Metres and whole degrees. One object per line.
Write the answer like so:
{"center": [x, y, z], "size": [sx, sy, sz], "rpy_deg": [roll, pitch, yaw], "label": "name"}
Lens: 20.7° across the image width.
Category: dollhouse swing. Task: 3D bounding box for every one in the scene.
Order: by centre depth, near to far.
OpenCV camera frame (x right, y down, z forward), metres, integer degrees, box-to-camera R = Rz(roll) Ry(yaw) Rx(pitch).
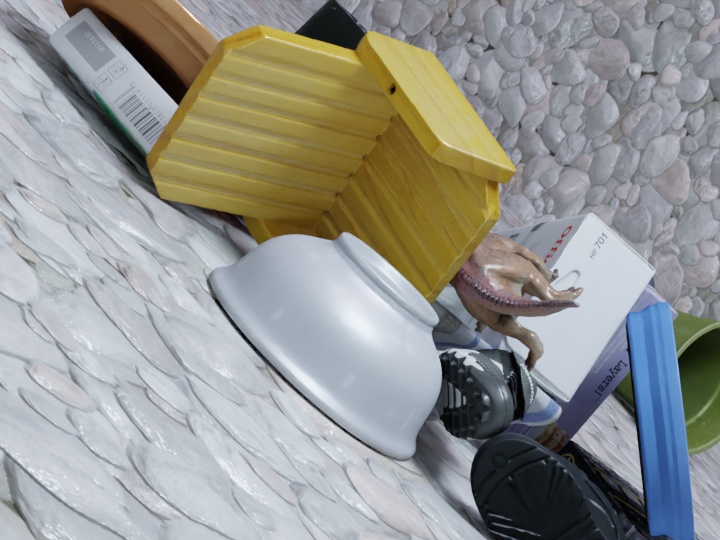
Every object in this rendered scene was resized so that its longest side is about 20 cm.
{"center": [-0.030, -0.063, 1.496], "size": [0.175, 0.200, 0.182], "rpy_deg": [-2, 49, -46], "label": "dollhouse swing"}

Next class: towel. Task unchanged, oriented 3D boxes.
{"center": [0.066, 0.067, 1.661], "size": [0.200, 0.024, 0.147], "rpy_deg": [40, -18, -18], "label": "towel"}

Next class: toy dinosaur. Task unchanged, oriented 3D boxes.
{"center": [0.093, -0.002, 1.561], "size": [0.135, 0.086, 0.200], "rpy_deg": [40, 4, -25], "label": "toy dinosaur"}

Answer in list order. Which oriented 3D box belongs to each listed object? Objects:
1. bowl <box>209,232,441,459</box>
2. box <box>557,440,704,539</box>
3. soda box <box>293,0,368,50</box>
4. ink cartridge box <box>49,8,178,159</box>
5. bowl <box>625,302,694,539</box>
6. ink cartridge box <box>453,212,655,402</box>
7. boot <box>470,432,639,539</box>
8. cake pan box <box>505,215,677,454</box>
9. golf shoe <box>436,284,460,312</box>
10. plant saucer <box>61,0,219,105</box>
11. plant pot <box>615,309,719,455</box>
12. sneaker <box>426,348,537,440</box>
{"center": [-0.007, 0.036, 1.437], "size": [0.201, 0.090, 0.201], "rpy_deg": [41, 8, -7], "label": "bowl"}
{"center": [0.266, 0.252, 1.763], "size": [0.200, 0.049, 0.161], "rpy_deg": [38, 8, -27], "label": "box"}
{"center": [0.021, -0.140, 1.717], "size": [0.200, 0.071, 0.063], "rpy_deg": [49, 6, 16], "label": "soda box"}
{"center": [-0.168, -0.107, 1.640], "size": [0.161, 0.050, 0.200], "rpy_deg": [47, -9, 29], "label": "ink cartridge box"}
{"center": [0.251, 0.128, 1.665], "size": [0.201, 0.039, 0.202], "rpy_deg": [-7, 90, -83], "label": "bowl"}
{"center": [0.147, 0.036, 1.728], "size": [0.086, 0.147, 0.200], "rpy_deg": [41, -16, -15], "label": "ink cartridge box"}
{"center": [0.145, 0.176, 1.498], "size": [0.198, 0.073, 0.163], "rpy_deg": [47, 9, -17], "label": "boot"}
{"center": [0.189, 0.061, 1.851], "size": [0.052, 0.200, 0.184], "rpy_deg": [35, 8, -29], "label": "cake pan box"}
{"center": [0.000, 0.000, 1.721], "size": [0.199, 0.098, 0.078], "rpy_deg": [16, 27, -11], "label": "golf shoe"}
{"center": [-0.178, -0.190, 1.640], "size": [0.200, 0.037, 0.200], "rpy_deg": [36, -14, 10], "label": "plant saucer"}
{"center": [0.416, 0.126, 2.736], "size": [0.200, 0.200, 0.190], "rpy_deg": [35, -2, -43], "label": "plant pot"}
{"center": [0.097, 0.089, 1.501], "size": [0.090, 0.067, 0.200], "rpy_deg": [-3, 2, -13], "label": "sneaker"}
